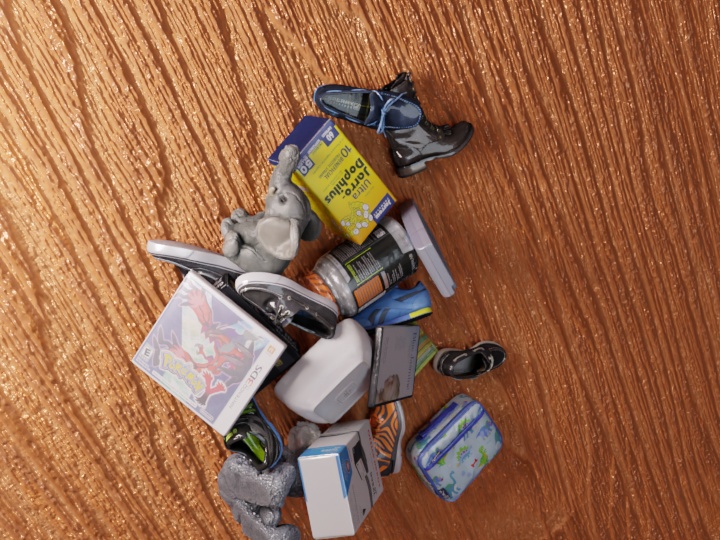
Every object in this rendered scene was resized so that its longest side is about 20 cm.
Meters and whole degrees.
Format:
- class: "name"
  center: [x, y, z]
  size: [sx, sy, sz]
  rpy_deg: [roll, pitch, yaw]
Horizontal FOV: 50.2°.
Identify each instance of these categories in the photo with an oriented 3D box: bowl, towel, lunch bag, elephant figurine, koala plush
- class: "bowl"
  center: [-0.045, 0.197, 1.402]
  size: [0.199, 0.075, 0.200]
  rpy_deg: [-44, 152, -4]
- class: "towel"
  center: [0.078, 0.127, 1.550]
  size: [0.086, 0.018, 0.201]
  rpy_deg: [-47, 119, -12]
- class: "lunch bag"
  center: [0.200, 0.376, 1.645]
  size: [0.199, 0.082, 0.163]
  rpy_deg: [-39, 115, -16]
- class: "elephant figurine"
  center: [-0.129, -0.077, 1.263]
  size: [0.154, 0.198, 0.144]
  rpy_deg: [31, 43, -38]
- class: "koala plush"
  center: [-0.144, 0.382, 1.429]
  size: [0.198, 0.181, 0.182]
  rpy_deg: [-27, 123, -43]

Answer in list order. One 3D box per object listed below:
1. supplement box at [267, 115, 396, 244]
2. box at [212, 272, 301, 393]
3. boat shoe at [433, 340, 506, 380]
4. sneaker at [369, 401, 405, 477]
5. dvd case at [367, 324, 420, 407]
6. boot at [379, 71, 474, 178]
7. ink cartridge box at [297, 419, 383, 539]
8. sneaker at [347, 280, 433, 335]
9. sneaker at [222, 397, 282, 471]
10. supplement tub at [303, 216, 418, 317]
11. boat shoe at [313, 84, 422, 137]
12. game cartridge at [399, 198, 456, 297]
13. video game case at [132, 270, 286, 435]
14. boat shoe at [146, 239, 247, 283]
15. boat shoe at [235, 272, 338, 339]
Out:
- class: "supplement box"
  center: [-0.049, -0.159, 1.354]
  size: [0.109, 0.109, 0.200]
  rpy_deg: [-49, 120, -9]
- class: "box"
  center: [-0.236, 0.137, 1.322]
  size: [0.197, 0.050, 0.200]
  rpy_deg: [-38, 118, 8]
- class: "boat shoe"
  center: [0.244, 0.193, 1.627]
  size: [0.196, 0.060, 0.076]
  rpy_deg: [3, 102, -36]
- class: "sneaker"
  center: [0.026, 0.331, 1.537]
  size: [0.110, 0.077, 0.205]
  rpy_deg: [-10, 107, -27]
- class: "dvd case"
  center: [0.066, 0.177, 1.461]
  size: [0.199, 0.017, 0.147]
  rpy_deg: [6, 89, -66]
- class: "boot"
  center: [0.112, -0.287, 1.435]
  size: [0.198, 0.069, 0.177]
  rpy_deg: [-31, 116, -15]
- class: "ink cartridge box"
  center: [-0.032, 0.375, 1.409]
  size: [0.082, 0.200, 0.149]
  rpy_deg: [-11, 93, 17]
- class: "sneaker"
  center: [0.041, 0.075, 1.484]
  size: [0.195, 0.066, 0.080]
  rpy_deg: [-17, 80, -11]
- class: "sneaker"
  center: [-0.207, 0.251, 1.295]
  size: [0.070, 0.083, 0.201]
  rpy_deg: [-38, 93, 17]
- class: "supplement tub"
  center: [0.000, 0.000, 1.413]
  size: [0.198, 0.122, 0.125]
  rpy_deg: [-33, 116, -17]
- class: "boat shoe"
  center: [0.015, -0.277, 1.351]
  size: [0.194, 0.069, 0.086]
  rpy_deg: [2, 108, -7]
- class: "game cartridge"
  center: [0.121, -0.051, 1.432]
  size: [0.040, 0.201, 0.135]
  rpy_deg: [-25, 118, 6]
- class: "video game case"
  center: [-0.246, 0.134, 1.243]
  size: [0.198, 0.023, 0.184]
  rpy_deg: [37, 99, 4]
- class: "boat shoe"
  center: [-0.270, -0.001, 1.297]
  size: [0.197, 0.071, 0.069]
  rpy_deg: [16, 93, -38]
- class: "boat shoe"
  center: [-0.120, 0.066, 1.281]
  size: [0.198, 0.069, 0.068]
  rpy_deg: [26, 45, -34]
